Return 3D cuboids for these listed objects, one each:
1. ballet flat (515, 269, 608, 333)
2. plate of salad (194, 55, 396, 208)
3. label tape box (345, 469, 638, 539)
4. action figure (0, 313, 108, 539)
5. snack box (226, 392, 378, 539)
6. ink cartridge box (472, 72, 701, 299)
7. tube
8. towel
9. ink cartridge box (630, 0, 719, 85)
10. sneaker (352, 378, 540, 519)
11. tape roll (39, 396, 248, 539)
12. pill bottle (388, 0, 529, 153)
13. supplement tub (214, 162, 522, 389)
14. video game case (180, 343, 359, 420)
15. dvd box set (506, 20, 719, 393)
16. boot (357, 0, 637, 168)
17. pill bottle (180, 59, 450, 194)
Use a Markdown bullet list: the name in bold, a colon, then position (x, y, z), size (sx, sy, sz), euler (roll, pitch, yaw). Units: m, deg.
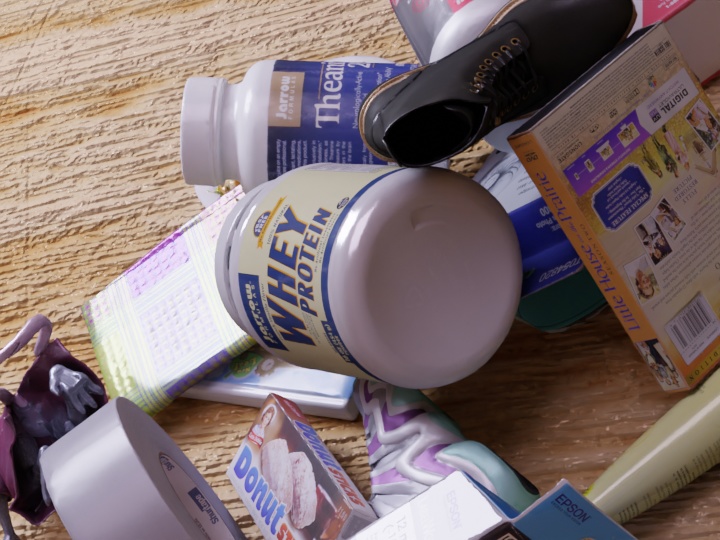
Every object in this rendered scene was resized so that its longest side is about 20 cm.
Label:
- **ballet flat**: position (0.181, -0.031, 1.552), size (0.200, 0.072, 0.072), euler (-43, 42, -3)
- **plate of salad**: position (-0.049, -0.115, 1.768), size (0.200, 0.048, 0.200), euler (-18, 37, 14)
- **label tape box**: position (0.081, 0.190, 1.330), size (0.200, 0.143, 0.066), euler (-36, 39, 21)
- **action figure**: position (-0.252, 0.129, 1.634), size (0.134, 0.149, 0.200), euler (-41, 9, -17)
- **snack box**: position (-0.043, 0.155, 1.505), size (0.072, 0.024, 0.200), euler (-62, 25, 9)
- **ink cartridge box**: position (0.125, -0.050, 1.525), size (0.199, 0.041, 0.200), euler (-28, 21, 48)
- **tube**: position (0.193, 0.121, 1.402), size (0.200, 0.058, 0.052), euler (-38, 34, -2)
- **towel**: position (-0.120, 0.022, 1.686), size (0.200, 0.023, 0.144), euler (-36, 49, 13)
- **ink cartridge box**: position (0.188, -0.205, 1.673), size (0.147, 0.086, 0.200), euler (-36, 41, 3)
- **sneaker**: position (0.018, 0.154, 1.483), size (0.140, 0.078, 0.200), euler (-50, 34, -2)
- **tape roll**: position (-0.129, 0.183, 1.464), size (0.066, 0.200, 0.200), euler (-37, 42, 2)
- **pill bottle**: position (0.093, -0.171, 1.565), size (0.111, 0.111, 0.200), euler (-31, 40, 7)
- **supplement tub**: position (0.000, 0.000, 1.482), size (0.145, 0.145, 0.200), euler (-54, 27, -17)
- **video game case**: position (-0.050, 0.025, 1.681), size (0.200, 0.022, 0.182), euler (5, 57, 37)
- **dvd box set**: position (0.197, -0.042, 1.420), size (0.146, 0.200, 0.029), euler (-40, 13, -32)
- **boot**: position (0.096, -0.120, 1.396), size (0.200, 0.078, 0.138), euler (-33, 10, 2)
- **pill bottle**: position (-0.032, -0.103, 1.649), size (0.199, 0.111, 0.111), euler (2, 51, 3)
